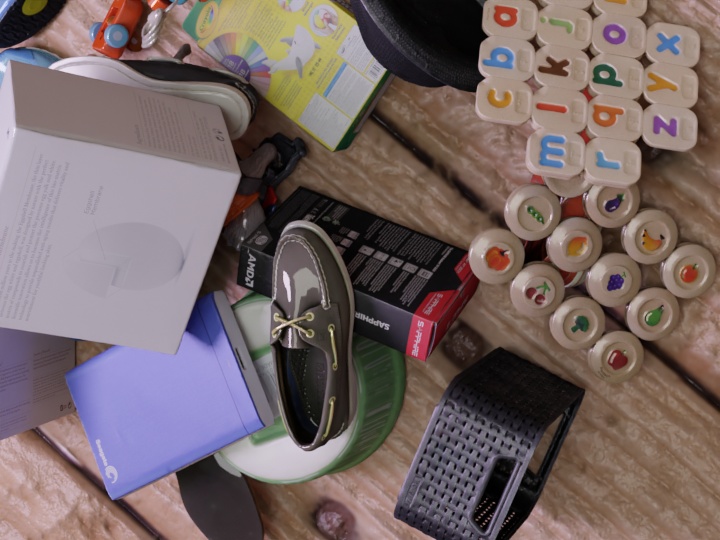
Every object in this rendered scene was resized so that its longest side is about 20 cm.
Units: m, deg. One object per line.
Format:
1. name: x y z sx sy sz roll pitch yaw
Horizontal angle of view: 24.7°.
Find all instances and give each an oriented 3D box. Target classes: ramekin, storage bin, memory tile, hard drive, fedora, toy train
1. ramekin: -0.064 0.106 1.565 0.198 0.098 0.203 3 98 19
2. storage bin: 0.116 0.159 1.453 0.093 0.200 0.136 26 104 15
3. memory tile: 0.206 -0.007 1.448 0.199 0.017 0.154 38 98 -15
4. hard drive: -0.183 0.120 1.549 0.199 0.025 0.133 -28 80 30
5. fedora: 0.052 -0.233 1.471 0.202 0.200 0.091 58 139 5
6. toy train: -0.190 -0.250 1.561 0.055 0.199 0.152 27 84 -27

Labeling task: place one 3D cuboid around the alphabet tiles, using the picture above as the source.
1. alphabet tiles: 0.197 -0.169 1.422 0.193 0.015 0.202 8 69 -4

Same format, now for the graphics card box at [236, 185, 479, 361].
1. graphics card box: 0.000 0.000 1.514 0.198 0.126 0.051 22 127 14

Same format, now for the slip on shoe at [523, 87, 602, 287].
1. slip on shoe: 0.185 -0.084 1.464 0.061 0.074 0.202 4 104 -26

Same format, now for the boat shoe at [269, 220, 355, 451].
1. boat shoe: -0.046 0.059 1.448 0.071 0.060 0.204 2 110 25

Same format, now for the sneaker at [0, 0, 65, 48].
1. sneaker: -0.319 -0.314 1.629 0.078 0.066 0.201 44 108 22

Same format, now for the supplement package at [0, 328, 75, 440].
1. supplement package: -0.387 0.054 1.625 0.145 0.191 0.203 3 97 18

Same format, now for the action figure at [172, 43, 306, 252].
1. action figure: -0.162 -0.086 1.579 0.200 0.104 0.194 -47 72 17

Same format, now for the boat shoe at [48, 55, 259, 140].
1. boat shoe: -0.191 -0.164 1.520 0.197 0.060 0.075 6 113 9

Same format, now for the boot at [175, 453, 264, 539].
1. boot: -0.148 0.186 1.622 0.073 0.075 0.201 -29 93 16

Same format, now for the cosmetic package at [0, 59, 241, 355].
1. cosmetic package: -0.235 -0.052 1.443 0.198 0.123 0.201 10 121 -24

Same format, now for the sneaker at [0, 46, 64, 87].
1. sneaker: -0.304 -0.147 1.619 0.078 0.090 0.201 -45 69 18

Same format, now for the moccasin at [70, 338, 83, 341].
1. moccasin: -0.276 -0.011 1.610 0.067 0.081 0.201 4 143 18

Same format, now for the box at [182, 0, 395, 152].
1. box: -0.065 -0.217 1.556 0.199 0.048 0.118 39 107 9
